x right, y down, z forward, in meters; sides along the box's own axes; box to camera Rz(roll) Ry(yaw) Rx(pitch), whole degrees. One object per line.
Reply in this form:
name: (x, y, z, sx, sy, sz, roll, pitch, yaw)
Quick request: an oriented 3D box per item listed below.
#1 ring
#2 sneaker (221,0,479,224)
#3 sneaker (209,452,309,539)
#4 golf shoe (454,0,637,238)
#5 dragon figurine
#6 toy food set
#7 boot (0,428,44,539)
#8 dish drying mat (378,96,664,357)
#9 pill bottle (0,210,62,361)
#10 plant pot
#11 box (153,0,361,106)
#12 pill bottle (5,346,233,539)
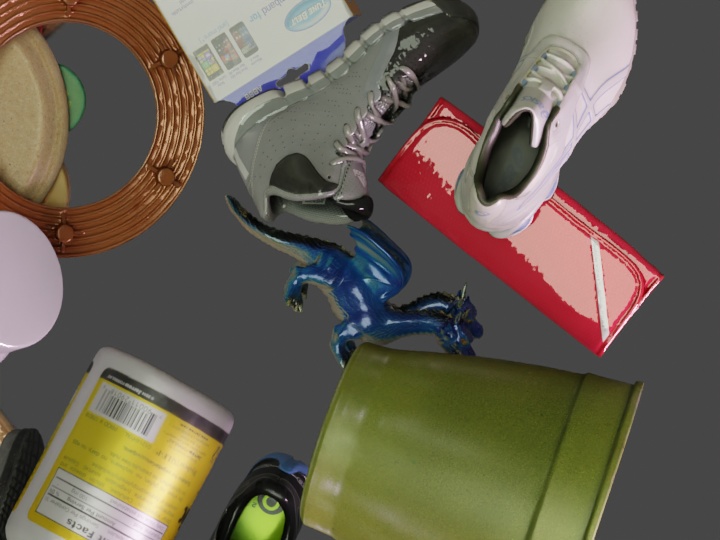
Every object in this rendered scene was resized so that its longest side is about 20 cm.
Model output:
ring: (-0.206, -0.108, 1.675, 0.199, 0.019, 0.202, -2, 97, -14)
sneaker: (0.008, -0.093, 1.624, 0.199, 0.075, 0.116, -30, 56, 14)
sneaker: (-0.093, 0.225, 1.705, 0.070, 0.083, 0.201, 25, 101, 7)
golf shoe: (0.129, -0.116, 1.604, 0.078, 0.097, 0.201, 25, 90, 6)
dragon figurine: (0.000, 0.000, 1.670, 0.099, 0.059, 0.200, -40, 89, 13)
toy food set: (-0.296, -0.113, 1.718, 0.198, 0.049, 0.200, 10, 99, 10)
boot: (-0.310, 0.192, 1.712, 0.131, 0.070, 0.201, 7, 56, 18)
dish drying mat: (0.111, -0.030, 1.665, 0.200, 0.018, 0.077, 39, 103, 4)
pill bottle: (-0.305, 0.024, 1.665, 0.199, 0.115, 0.117, -14, 95, 41)
plant pot: (0.067, 0.138, 1.599, 0.192, 0.200, 0.202, 19, 101, 6)
box: (-0.089, -0.213, 1.671, 0.119, 0.041, 0.201, -30, 93, 13)
pill bottle: (-0.180, 0.164, 1.672, 0.111, 0.111, 0.201, 28, 82, 6)
